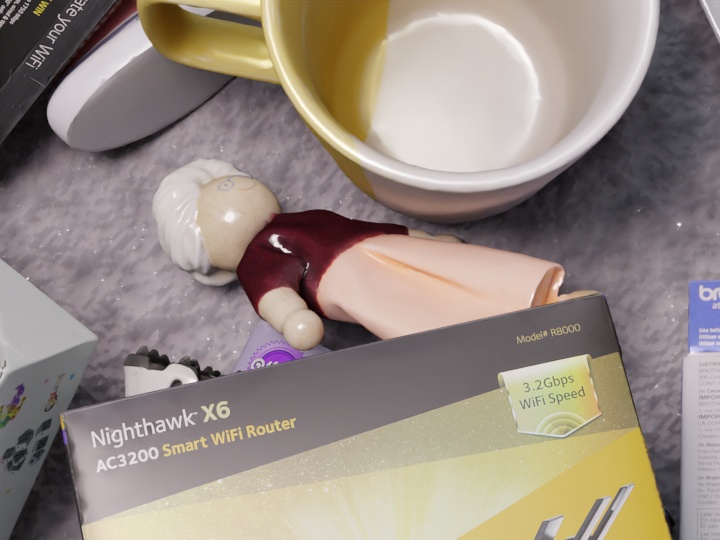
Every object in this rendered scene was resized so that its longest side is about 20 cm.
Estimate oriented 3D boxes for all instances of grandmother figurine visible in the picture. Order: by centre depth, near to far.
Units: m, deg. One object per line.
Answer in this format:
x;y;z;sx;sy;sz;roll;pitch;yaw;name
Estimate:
0.000;0.000;1.055;0.200;0.121;0.061;21;106;30;grandmother figurine

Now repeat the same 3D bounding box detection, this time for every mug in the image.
0.024;-0.099;1.038;0.187;0.153;0.149;40;81;8;mug

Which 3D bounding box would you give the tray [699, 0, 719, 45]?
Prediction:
0.202;-0.089;1.025;0.107;0.022;0.200;-31;75;29;tray

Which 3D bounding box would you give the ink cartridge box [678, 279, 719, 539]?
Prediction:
0.184;0.099;1.008;0.119;0.042;0.200;-2;66;12;ink cartridge box

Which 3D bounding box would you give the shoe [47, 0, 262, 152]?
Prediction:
-0.072;-0.142;1.130;0.200;0.071;0.091;-40;69;-6;shoe

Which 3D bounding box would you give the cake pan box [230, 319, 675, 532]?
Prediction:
0.000;0.138;1.043;0.200;0.052;0.184;26;79;18;cake pan box

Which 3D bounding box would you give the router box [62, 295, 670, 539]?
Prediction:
0.008;0.108;0.906;0.200;0.052;0.157;-13;69;-3;router box

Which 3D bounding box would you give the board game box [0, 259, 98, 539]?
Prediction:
-0.210;0.069;1.048;0.148;0.064;0.200;37;119;19;board game box

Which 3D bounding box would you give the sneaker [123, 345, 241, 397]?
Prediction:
-0.008;0.095;1.000;0.200;0.066;0.091;13;83;17;sneaker

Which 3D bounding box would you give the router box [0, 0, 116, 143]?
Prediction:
-0.167;-0.149;1.055;0.200;0.149;0.051;-47;26;27;router box
